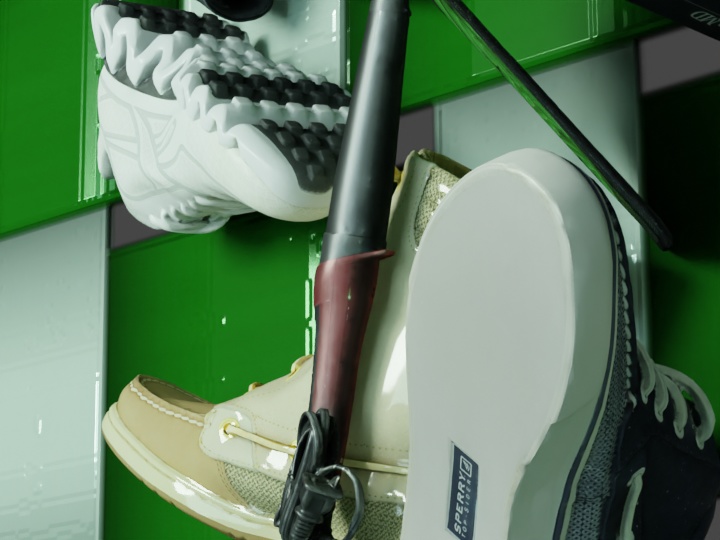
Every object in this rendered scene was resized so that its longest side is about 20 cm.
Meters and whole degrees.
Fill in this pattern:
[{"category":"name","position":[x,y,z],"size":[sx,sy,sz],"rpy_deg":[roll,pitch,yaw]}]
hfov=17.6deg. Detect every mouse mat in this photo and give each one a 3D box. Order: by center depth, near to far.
[{"category":"mouse mat","position":[0.041,-0.066,0.714],"size":[0.008,0.200,0.161],"rpy_deg":[-43,85,6]}]

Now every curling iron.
[{"category":"curling iron","position":[0.000,0.000,0.785],"size":[0.050,0.025,0.201],"rpy_deg":[160,120,-74]}]

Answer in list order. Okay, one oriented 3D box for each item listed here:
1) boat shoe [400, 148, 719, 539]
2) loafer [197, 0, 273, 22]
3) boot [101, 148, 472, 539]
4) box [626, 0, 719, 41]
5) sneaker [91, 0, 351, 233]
[{"category":"boat shoe","position":[0.068,0.037,0.710],"size":[0.075,0.092,0.201],"rpy_deg":[46,143,35]},{"category":"loafer","position":[-0.057,-0.137,0.945],"size":[0.200,0.068,0.071],"rpy_deg":[1,71,41]},{"category":"boot","position":[-0.002,0.029,0.846],"size":[0.200,0.073,0.156],"rpy_deg":[21,95,44]},{"category":"box","position":[0.112,-0.143,0.685],"size":[0.141,0.200,0.079],"rpy_deg":[-19,66,41]},{"category":"sneaker","position":[-0.056,-0.048,0.915],"size":[0.200,0.075,0.081],"rpy_deg":[39,118,60]}]
